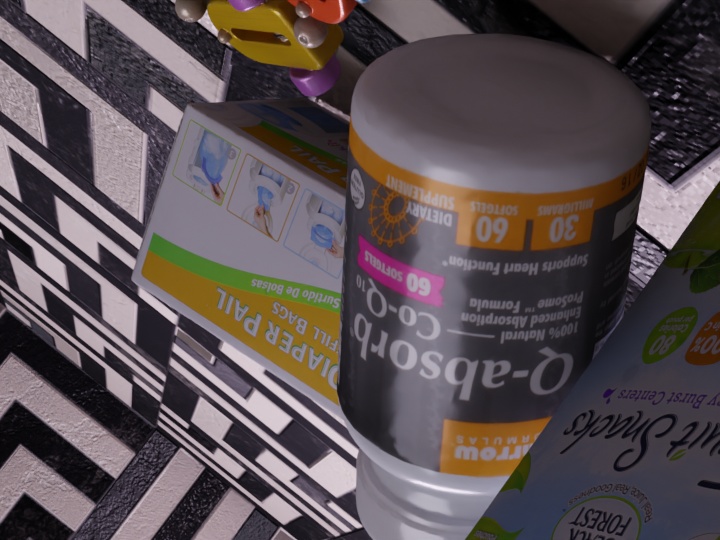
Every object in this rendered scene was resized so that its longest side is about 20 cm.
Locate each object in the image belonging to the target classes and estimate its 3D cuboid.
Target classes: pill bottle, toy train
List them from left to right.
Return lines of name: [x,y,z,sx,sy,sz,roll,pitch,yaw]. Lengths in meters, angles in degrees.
toy train: [-0.060,-0.153,0.672,0.199,0.056,0.151,29,161,23]
pill bottle: [0.049,0.017,0.629,0.116,0.116,0.202,27,128,35]

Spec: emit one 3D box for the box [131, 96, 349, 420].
box: [0.000,0.000,0.794,0.199,0.102,0.112,31,-158,24]

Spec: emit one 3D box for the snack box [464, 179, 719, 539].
snack box: [0.137,0.052,0.520,0.068,0.201,0.168,41,164,-15]
